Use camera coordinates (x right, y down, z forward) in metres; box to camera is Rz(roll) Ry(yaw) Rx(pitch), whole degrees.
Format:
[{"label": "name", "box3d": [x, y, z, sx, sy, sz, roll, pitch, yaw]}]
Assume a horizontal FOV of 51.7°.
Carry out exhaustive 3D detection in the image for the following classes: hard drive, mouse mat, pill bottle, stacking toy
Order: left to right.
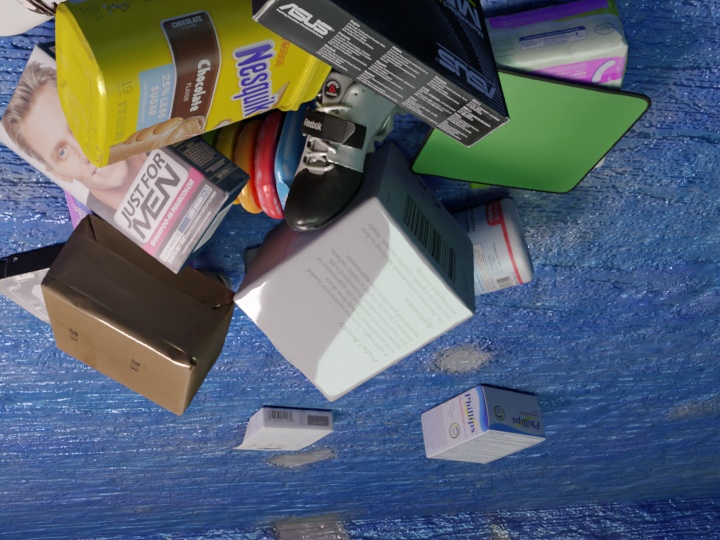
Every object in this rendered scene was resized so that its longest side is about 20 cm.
[{"label": "hard drive", "box3d": [-0.359, 0.013, 0.978, 0.198, 0.038, 0.140, -11, 150, 9]}, {"label": "stacking toy", "box3d": [-0.146, -0.112, 0.763, 0.198, 0.110, 0.116, 5, 150, 9]}, {"label": "pill bottle", "box3d": [0.115, -0.015, 0.960, 0.199, 0.109, 0.109, -16, 150, 15]}, {"label": "mouse mat", "box3d": [0.162, -0.131, 0.733, 0.198, 0.008, 0.161, 6, 149, -17]}]

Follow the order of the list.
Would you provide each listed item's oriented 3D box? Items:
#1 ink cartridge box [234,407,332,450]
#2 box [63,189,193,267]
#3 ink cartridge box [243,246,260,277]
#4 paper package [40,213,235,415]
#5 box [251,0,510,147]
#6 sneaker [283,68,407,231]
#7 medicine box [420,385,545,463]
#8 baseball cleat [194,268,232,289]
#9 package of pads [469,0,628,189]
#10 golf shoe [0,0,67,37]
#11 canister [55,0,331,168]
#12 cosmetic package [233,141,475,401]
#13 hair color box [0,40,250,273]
[{"label": "ink cartridge box", "box3d": [-0.171, 0.348, 1.608, 0.159, 0.048, 0.200, 8, 153, -26]}, {"label": "box", "box3d": [-0.246, -0.065, 0.792, 0.136, 0.039, 0.200, 26, 150, 0]}, {"label": "ink cartridge box", "box3d": [-0.059, 0.038, 1.038, 0.144, 0.084, 0.200, -14, 150, 9]}, {"label": "paper package", "box3d": [-0.250, 0.057, 0.844, 0.190, 0.104, 0.200, 29, 152, -1]}, {"label": "box", "box3d": [0.013, -0.206, 0.514, 0.199, 0.194, 0.047, 21, 139, -39]}, {"label": "sneaker", "box3d": [-0.023, -0.132, 0.671, 0.074, 0.201, 0.089, 17, 160, 34]}, {"label": "medicine box", "box3d": [0.266, 0.342, 1.627, 0.181, 0.104, 0.200, 16, 143, -34]}, {"label": "baseball cleat", "box3d": [-0.206, 0.025, 0.973, 0.070, 0.106, 0.200, 47, 146, -5]}, {"label": "package of pads", "box3d": [0.178, -0.171, 0.742, 0.153, 0.069, 0.200, -9, 151, 5]}, {"label": "golf shoe", "box3d": [-0.226, -0.218, 0.538, 0.199, 0.095, 0.078, -24, 140, 27]}, {"label": "canister", "box3d": [-0.123, -0.164, 0.571, 0.199, 0.087, 0.149, -26, 170, -28]}, {"label": "cosmetic package", "box3d": [0.000, 0.000, 0.817, 0.199, 0.165, 0.165, -33, 110, 23]}, {"label": "hair color box", "box3d": [-0.209, -0.100, 0.657, 0.200, 0.061, 0.100, 37, 115, -4]}]
